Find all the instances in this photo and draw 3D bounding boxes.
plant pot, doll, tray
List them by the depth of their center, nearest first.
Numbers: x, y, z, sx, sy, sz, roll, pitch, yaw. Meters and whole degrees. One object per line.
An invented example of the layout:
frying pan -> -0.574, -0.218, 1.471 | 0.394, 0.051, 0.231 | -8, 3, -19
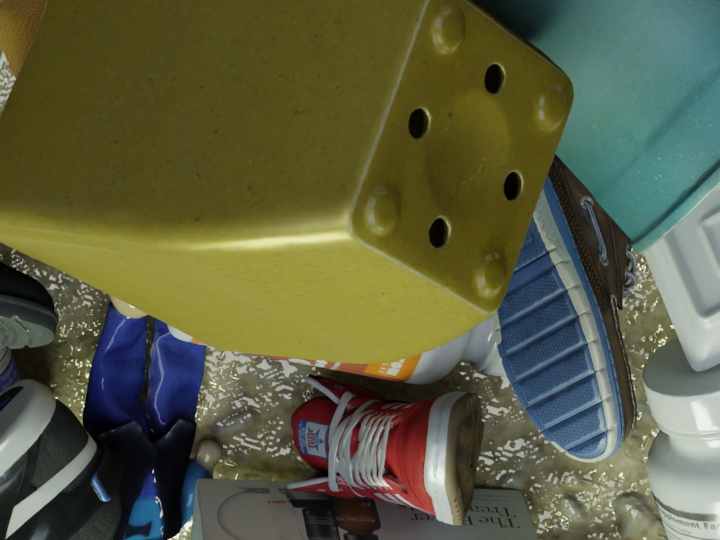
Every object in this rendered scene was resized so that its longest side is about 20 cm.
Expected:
plant pot -> -0.021, -0.066, 1.023 | 0.194, 0.199, 0.197 | 29, 77, -46
plant pot -> 0.139, -0.145, 1.116 | 0.188, 0.200, 0.200 | 43, 111, 1
tray -> 0.240, -0.037, 1.195 | 0.199, 0.022, 0.108 | -30, 65, 22
doll -> -0.133, 0.103, 1.289 | 0.136, 0.048, 0.202 | -6, 112, -37

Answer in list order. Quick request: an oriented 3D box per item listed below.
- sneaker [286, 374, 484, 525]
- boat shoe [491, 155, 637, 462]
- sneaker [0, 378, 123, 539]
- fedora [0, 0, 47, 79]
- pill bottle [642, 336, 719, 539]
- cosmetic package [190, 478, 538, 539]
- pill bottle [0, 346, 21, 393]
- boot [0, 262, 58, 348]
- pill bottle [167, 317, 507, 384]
sneaker -> 0.010, 0.096, 1.233 | 0.111, 0.200, 0.072 | 11, 82, 5
boat shoe -> 0.108, -0.003, 1.160 | 0.072, 0.072, 0.202 | -24, 81, 50
sneaker -> -0.209, 0.167, 1.218 | 0.200, 0.073, 0.112 | -45, 114, -1
fedora -> -0.125, -0.124, 1.161 | 0.082, 0.200, 0.201 | 41, 115, 21
pill bottle -> 0.226, 0.135, 1.269 | 0.110, 0.111, 0.201 | -16, 112, 11
cosmetic package -> 0.007, 0.177, 1.265 | 0.198, 0.151, 0.052 | 3, 116, -9
pill bottle -> -0.255, 0.053, 1.267 | 0.111, 0.112, 0.201 | -13, 113, 10
boot -> -0.223, -0.069, 1.177 | 0.163, 0.066, 0.202 | 9, 70, 2
pill bottle -> 0.000, 0.000, 1.219 | 0.198, 0.112, 0.113 | 11, 115, -9
